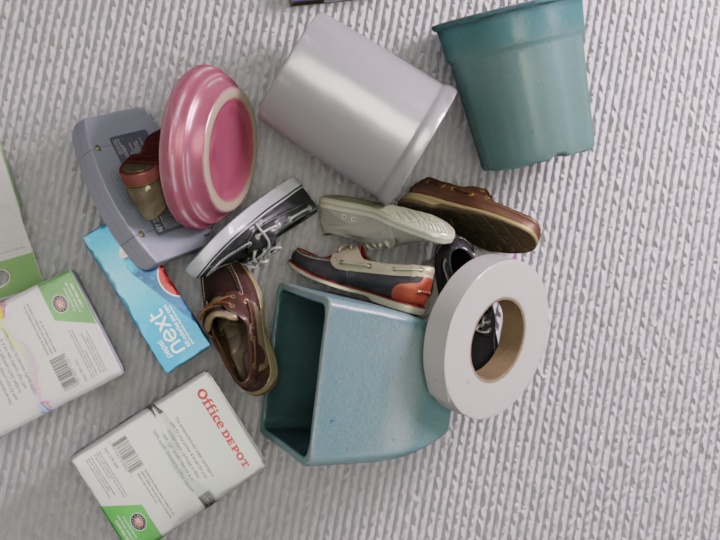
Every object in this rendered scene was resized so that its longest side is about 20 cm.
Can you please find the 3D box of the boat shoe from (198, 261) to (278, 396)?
[{"bbox_3d":[-0.162,0.059,1.587,0.072,0.072,0.201,-25,68,18],"label":"boat shoe"}]

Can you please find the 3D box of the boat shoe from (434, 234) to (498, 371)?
[{"bbox_3d":[0.133,0.056,1.597,0.072,0.063,0.201,-12,97,-4],"label":"boat shoe"}]

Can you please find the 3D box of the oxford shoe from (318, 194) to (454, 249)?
[{"bbox_3d":[0.032,-0.052,1.615,0.199,0.075,0.058,14,102,32],"label":"oxford shoe"}]

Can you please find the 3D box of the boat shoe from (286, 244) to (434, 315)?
[{"bbox_3d":[0.000,0.000,1.611,0.199,0.071,0.063,18,96,25],"label":"boat shoe"}]

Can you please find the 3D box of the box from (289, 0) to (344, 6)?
[{"bbox_3d":[-0.045,-0.454,1.675,0.120,0.032,0.201,-7,90,-8],"label":"box"}]

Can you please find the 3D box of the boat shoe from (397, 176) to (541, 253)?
[{"bbox_3d":[0.144,-0.078,1.625,0.199,0.072,0.068,17,59,32],"label":"boat shoe"}]

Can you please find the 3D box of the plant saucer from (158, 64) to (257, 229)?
[{"bbox_3d":[-0.178,-0.149,1.560,0.051,0.200,0.202,7,86,19],"label":"plant saucer"}]

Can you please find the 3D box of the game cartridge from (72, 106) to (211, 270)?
[{"bbox_3d":[-0.274,-0.102,1.584,0.133,0.041,0.201,-24,86,-47],"label":"game cartridge"}]

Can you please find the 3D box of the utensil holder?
[{"bbox_3d":[-0.006,-0.206,1.604,0.199,0.170,0.170,31,84,-2],"label":"utensil holder"}]

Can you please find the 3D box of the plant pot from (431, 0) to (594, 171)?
[{"bbox_3d":[0.208,-0.237,1.627,0.199,0.200,0.197,-14,97,-8],"label":"plant pot"}]

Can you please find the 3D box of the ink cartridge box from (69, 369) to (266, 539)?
[{"bbox_3d":[-0.237,0.236,1.592,0.199,0.084,0.146,-32,92,-8],"label":"ink cartridge box"}]

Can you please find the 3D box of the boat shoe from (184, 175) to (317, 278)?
[{"bbox_3d":[-0.133,-0.040,1.605,0.068,0.074,0.199,50,53,-1],"label":"boat shoe"}]

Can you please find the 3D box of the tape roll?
[{"bbox_3d":[0.154,0.081,1.547,0.202,0.037,0.204,-18,115,-42],"label":"tape roll"}]

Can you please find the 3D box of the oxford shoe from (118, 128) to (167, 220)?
[{"bbox_3d":[-0.234,-0.129,1.582,0.070,0.200,0.075,1,118,25],"label":"oxford shoe"}]

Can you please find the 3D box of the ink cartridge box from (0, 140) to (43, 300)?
[{"bbox_3d":[-0.492,-0.057,1.594,0.145,0.048,0.201,-17,113,-7],"label":"ink cartridge box"}]

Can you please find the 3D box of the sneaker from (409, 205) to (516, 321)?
[{"bbox_3d":[0.136,-0.005,1.656,0.099,0.075,0.201,32,84,-6],"label":"sneaker"}]

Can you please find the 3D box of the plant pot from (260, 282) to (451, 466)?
[{"bbox_3d":[0.007,0.130,1.576,0.199,0.196,0.198,7,93,-22],"label":"plant pot"}]

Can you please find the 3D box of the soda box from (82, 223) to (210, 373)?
[{"bbox_3d":[-0.268,0.028,1.608,0.068,0.064,0.201,-32,92,-8],"label":"soda box"}]

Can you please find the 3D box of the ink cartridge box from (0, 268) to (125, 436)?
[{"bbox_3d":[-0.413,0.107,1.574,0.199,0.084,0.145,-27,92,-8],"label":"ink cartridge box"}]
